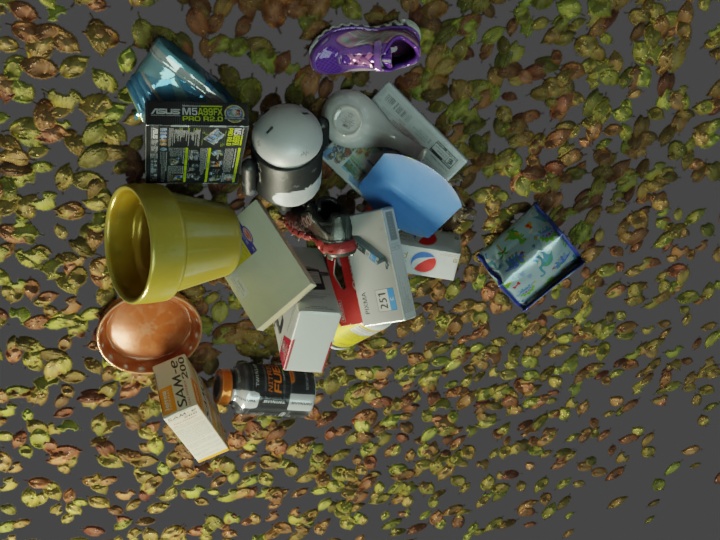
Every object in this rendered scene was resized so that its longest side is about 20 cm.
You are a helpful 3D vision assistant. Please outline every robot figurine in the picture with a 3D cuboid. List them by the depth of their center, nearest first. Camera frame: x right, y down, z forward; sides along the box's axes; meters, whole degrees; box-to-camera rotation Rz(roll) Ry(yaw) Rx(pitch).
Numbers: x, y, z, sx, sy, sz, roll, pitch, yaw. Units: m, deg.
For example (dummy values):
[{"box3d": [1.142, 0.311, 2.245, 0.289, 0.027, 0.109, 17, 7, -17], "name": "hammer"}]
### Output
[{"box3d": [-0.125, -0.191, 1.595, 0.124, 0.151, 0.201, 12, 147, 3], "name": "robot figurine"}]

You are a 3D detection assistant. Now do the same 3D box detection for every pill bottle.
[{"box3d": [0.000, 0.073, 1.816, 0.112, 0.113, 0.200, 18, 150, -30], "name": "pill bottle"}, {"box3d": [-0.199, 0.244, 1.932, 0.198, 0.107, 0.107, 7, 124, -25], "name": "pill bottle"}]

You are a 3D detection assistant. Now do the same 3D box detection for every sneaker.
[{"box3d": [-0.289, -0.267, 1.522, 0.130, 0.080, 0.200, -43, 119, 13], "name": "sneaker"}, {"box3d": [0.015, -0.360, 1.554, 0.198, 0.089, 0.081, -12, 131, -10], "name": "sneaker"}, {"box3d": [-0.074, -0.093, 1.670, 0.070, 0.200, 0.099, -14, 115, -29], "name": "sneaker"}]

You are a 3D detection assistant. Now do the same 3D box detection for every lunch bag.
[{"box3d": [0.361, -0.010, 1.939, 0.170, 0.128, 0.200, -39, 142, 9], "name": "lunch bag"}]

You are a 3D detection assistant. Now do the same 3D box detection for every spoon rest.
[{"box3d": [0.023, -0.239, 1.631, 0.199, 0.061, 0.100, 29, 107, 5], "name": "spoon rest"}]

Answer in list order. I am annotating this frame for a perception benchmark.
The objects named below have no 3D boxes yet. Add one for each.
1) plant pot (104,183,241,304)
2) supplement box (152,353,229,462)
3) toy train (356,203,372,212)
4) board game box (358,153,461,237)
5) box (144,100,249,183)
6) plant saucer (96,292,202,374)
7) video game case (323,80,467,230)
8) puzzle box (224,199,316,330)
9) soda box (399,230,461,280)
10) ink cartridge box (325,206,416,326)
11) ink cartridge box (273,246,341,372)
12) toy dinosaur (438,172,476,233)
[{"box3d": [-0.315, -0.049, 1.617, 0.188, 0.201, 0.202, -4, 129, -38], "name": "plant pot"}, {"box3d": [-0.334, 0.275, 1.871, 0.073, 0.127, 0.201, -22, 143, -2], "name": "supplement box"}, {"box3d": [0.048, -0.065, 1.823, 0.149, 0.056, 0.201, 14, 129, -7], "name": "toy train"}, {"box3d": [0.090, -0.141, 1.626, 0.157, 0.039, 0.200, 35, 149, -6], "name": "board game box"}, {"box3d": [-0.269, -0.203, 1.527, 0.159, 0.045, 0.200, -2, 159, -13], "name": "box"}, {"box3d": [-0.403, 0.114, 1.804, 0.198, 0.032, 0.202, -10, 128, -13], "name": "plant saucer"}, {"box3d": [0.059, -0.201, 1.678, 0.200, 0.022, 0.182, 43, 106, -9], "name": "video game case"}, {"box3d": [-0.181, -0.011, 1.689, 0.133, 0.201, 0.025, -39, 158, 13], "name": "puzzle box"}, {"box3d": [0.085, -0.040, 1.763, 0.198, 0.064, 0.069, 9, 130, -4], "name": "soda box"}, {"box3d": [0.000, 0.000, 1.695, 0.175, 0.202, 0.045, -11, -177, 36], "name": "ink cartridge box"}, {"box3d": [-0.108, 0.069, 1.769, 0.083, 0.201, 0.146, 4, 126, -19], "name": "ink cartridge box"}, {"box3d": [0.137, -0.130, 1.788, 0.199, 0.086, 0.135, 23, 148, -17], "name": "toy dinosaur"}]
